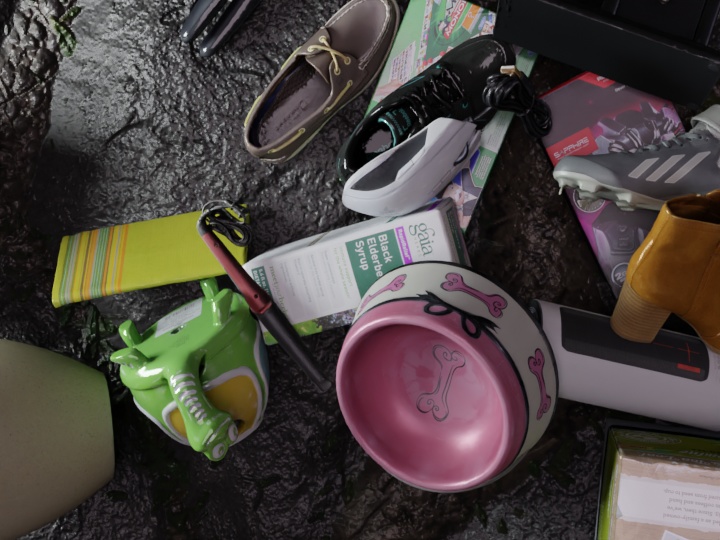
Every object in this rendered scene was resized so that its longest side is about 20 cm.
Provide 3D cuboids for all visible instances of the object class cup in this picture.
[{"bbox_3d":[-0.311,0.157,1.112,0.141,0.200,0.205,-4,92,-17],"label":"cup"}]

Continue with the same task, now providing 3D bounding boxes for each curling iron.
[{"bbox_3d":[-0.084,0.024,1.052,0.049,0.026,0.202,-30,92,21],"label":"curling iron"}]

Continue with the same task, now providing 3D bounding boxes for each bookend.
[{"bbox_3d":[0.241,-0.275,1.014,0.197,0.092,0.202,22,76,7],"label":"bookend"}]

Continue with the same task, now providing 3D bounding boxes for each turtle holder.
[{"bbox_3d":[-0.139,0.095,1.077,0.140,0.184,0.133,-37,111,-26],"label":"turtle holder"}]

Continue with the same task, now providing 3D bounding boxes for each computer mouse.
[{"bbox_3d":[0.075,-0.098,1.025,0.198,0.109,0.044,-34,66,12],"label":"computer mouse"}]

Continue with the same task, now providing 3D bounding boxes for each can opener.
[{"bbox_3d":[-0.102,-0.293,1.119,0.063,0.079,0.202,26,102,-32],"label":"can opener"}]

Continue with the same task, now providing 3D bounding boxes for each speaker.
[{"bbox_3d":[0.237,0.086,1.039,0.196,0.081,0.083,13,94,-10],"label":"speaker"}]

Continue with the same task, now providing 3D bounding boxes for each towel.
[{"bbox_3d":[-0.204,-0.014,1.136,0.196,0.018,0.087,-10,49,9],"label":"towel"}]

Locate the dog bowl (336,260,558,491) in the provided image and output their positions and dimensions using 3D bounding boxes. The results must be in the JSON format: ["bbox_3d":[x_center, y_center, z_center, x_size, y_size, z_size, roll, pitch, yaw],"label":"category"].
[{"bbox_3d":[0.065,0.098,0.993,0.197,0.074,0.203,13,120,23],"label":"dog bowl"}]

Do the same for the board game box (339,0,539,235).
[{"bbox_3d":[0.078,-0.153,1.105,0.133,0.029,0.203,24,96,8],"label":"board game box"}]

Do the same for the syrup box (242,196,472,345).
[{"bbox_3d":[0.000,0.000,1.082,0.197,0.081,0.080,-15,98,18],"label":"syrup box"}]

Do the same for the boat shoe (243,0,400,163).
[{"bbox_3d":[-0.037,-0.185,1.105,0.072,0.059,0.200,44,98,5],"label":"boat shoe"}]

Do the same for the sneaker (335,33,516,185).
[{"bbox_3d":[0.060,-0.140,1.055,0.199,0.079,0.076,-41,85,7],"label":"sneaker"}]

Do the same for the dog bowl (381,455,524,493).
[{"bbox_3d":[0.080,0.116,1.102,0.196,0.059,0.204,0,93,8],"label":"dog bowl"}]

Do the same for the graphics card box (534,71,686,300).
[{"bbox_3d":[0.246,-0.090,1.071,0.124,0.051,0.203,-25,90,8],"label":"graphics card box"}]

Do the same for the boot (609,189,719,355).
[{"bbox_3d":[0.318,0.000,0.993,0.198,0.071,0.145,1,133,-23],"label":"boot"}]

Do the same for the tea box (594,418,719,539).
[{"bbox_3d":[0.307,0.218,1.001,0.196,0.197,0.136,6,93,8],"label":"tea box"}]

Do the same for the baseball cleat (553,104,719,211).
[{"bbox_3d":[0.269,-0.096,1.016,0.196,0.070,0.109,12,87,-3],"label":"baseball cleat"}]
